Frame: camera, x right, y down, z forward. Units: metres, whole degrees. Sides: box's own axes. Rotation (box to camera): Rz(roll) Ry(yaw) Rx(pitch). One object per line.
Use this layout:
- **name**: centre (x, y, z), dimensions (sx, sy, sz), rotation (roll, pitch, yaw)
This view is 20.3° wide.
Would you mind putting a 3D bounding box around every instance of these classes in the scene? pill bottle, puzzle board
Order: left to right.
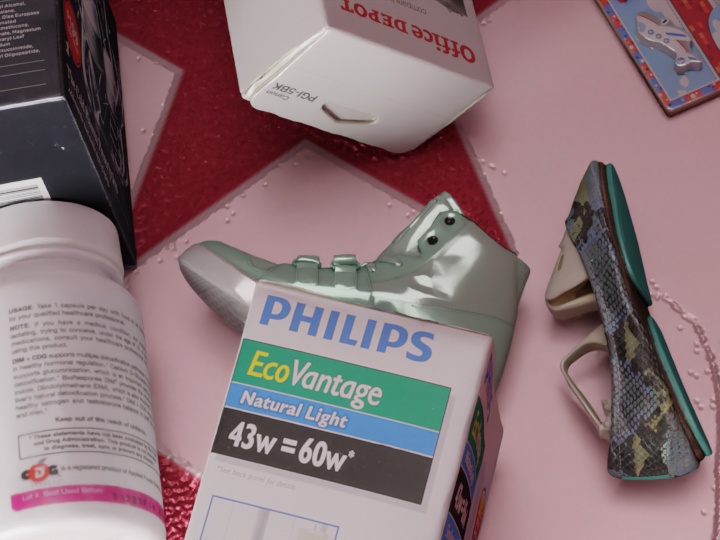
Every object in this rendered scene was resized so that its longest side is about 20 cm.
- **pill bottle**: centre (-0.174, 0.071, 1.135), dimensions (0.112, 0.114, 0.202), rotation (-9, 63, 0)
- **puzzle board**: centre (0.217, -0.208, 1.302), dimensions (0.150, 0.017, 0.201), rotation (-24, 64, -7)

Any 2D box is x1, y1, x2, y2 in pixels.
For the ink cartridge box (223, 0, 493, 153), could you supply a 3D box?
- **ink cartridge box**: centre (-0.011, -0.190, 1.229), dimensions (0.083, 0.146, 0.202), rotation (-33, 57, 37)

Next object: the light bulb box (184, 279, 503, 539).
- **light bulb box**: centre (-0.009, 0.137, 1.027), dimensions (0.124, 0.198, 0.202), rotation (13, 74, 10)

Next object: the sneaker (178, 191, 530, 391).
- **sneaker**: centre (0.000, 0.000, 1.178), dimensions (0.199, 0.074, 0.119), rotation (23, 73, 5)

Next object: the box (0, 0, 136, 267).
- **box**: centre (-0.205, -0.118, 1.185), dimensions (0.103, 0.200, 0.184), rotation (-10, 63, 1)

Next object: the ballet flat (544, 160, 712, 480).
- **ballet flat**: centre (0.141, 0.029, 1.161), dimensions (0.073, 0.074, 0.201), rotation (-12, 59, -2)
